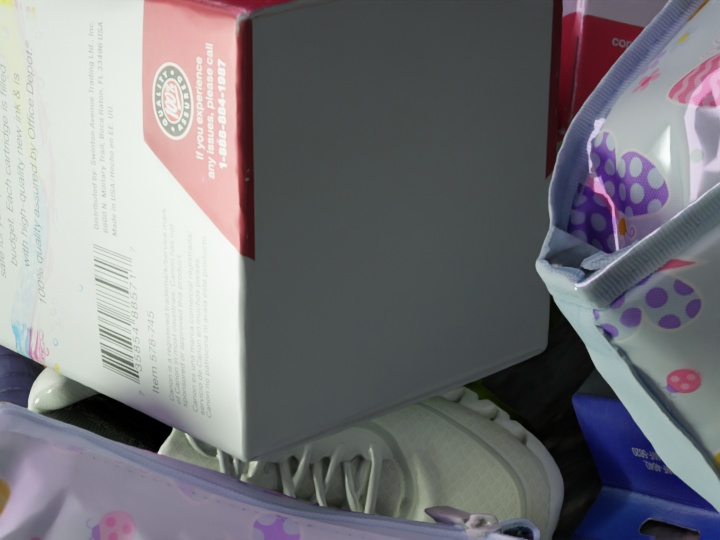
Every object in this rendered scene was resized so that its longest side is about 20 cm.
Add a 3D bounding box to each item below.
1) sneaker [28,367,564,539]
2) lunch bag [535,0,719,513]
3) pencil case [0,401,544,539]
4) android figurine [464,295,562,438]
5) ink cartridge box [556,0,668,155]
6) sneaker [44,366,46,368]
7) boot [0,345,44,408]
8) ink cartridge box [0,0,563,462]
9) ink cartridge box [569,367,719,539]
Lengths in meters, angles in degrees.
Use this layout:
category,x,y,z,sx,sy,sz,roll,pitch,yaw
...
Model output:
category,x,y,z,sx,sy,sz,roll,pitch,yaw
sneaker,-0.027,0.068,0.732,0.081,0.199,0.075,-31,-46,-67
lunch bag,0.156,-0.010,0.542,0.200,0.170,0.127,-47,25,-18
pencil case,-0.040,0.103,0.645,0.083,0.199,0.091,-78,1,-55
android figurine,0.000,0.000,0.811,0.041,0.183,0.200,-14,36,-35
ink cartridge box,0.095,-0.127,0.798,0.148,0.085,0.201,161,120,-69
sneaker,-0.141,-0.005,0.945,0.200,0.078,0.082,-23,37,43
boot,-0.187,0.130,0.881,0.200,0.073,0.090,-53,27,11
ink cartridge box,-0.052,-0.046,0.705,0.144,0.146,0.200,-18,27,-41
ink cartridge box,0.143,0.016,0.695,0.200,0.039,0.099,-52,24,-18
